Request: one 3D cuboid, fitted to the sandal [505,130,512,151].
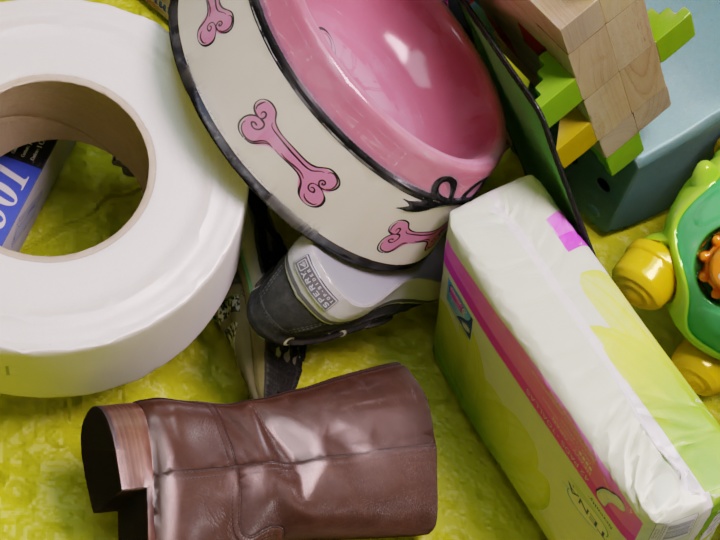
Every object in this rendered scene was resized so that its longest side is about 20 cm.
[{"bbox_3d":[0.002,-0.115,0.971,0.200,0.080,0.054,13,72,-15],"label":"sandal"}]

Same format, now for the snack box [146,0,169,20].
[{"bbox_3d":[-0.062,-0.222,1.064,0.072,0.024,0.200,42,54,11],"label":"snack box"}]

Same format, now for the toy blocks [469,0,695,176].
[{"bbox_3d":[0.100,-0.153,0.863,0.100,0.200,0.137,-39,63,0],"label":"toy blocks"}]

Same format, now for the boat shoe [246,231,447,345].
[{"bbox_3d":[0.000,0.000,0.872,0.069,0.057,0.200,59,24,8],"label":"boat shoe"}]

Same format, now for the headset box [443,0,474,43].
[{"bbox_3d":[0.003,-0.238,1.026,0.174,0.093,0.200,24,56,-13],"label":"headset box"}]

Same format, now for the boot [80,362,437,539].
[{"bbox_3d":[-0.031,0.143,0.797,0.200,0.064,0.187,-2,76,-34],"label":"boot"}]

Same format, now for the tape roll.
[{"bbox_3d":[-0.158,-0.038,0.804,0.202,0.071,0.203,3,67,-7],"label":"tape roll"}]

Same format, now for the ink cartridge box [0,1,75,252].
[{"bbox_3d":[-0.222,-0.068,0.895,0.094,0.044,0.200,20,53,-1],"label":"ink cartridge box"}]

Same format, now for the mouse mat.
[{"bbox_3d":[0.105,-0.049,0.875,0.008,0.200,0.161,-26,35,3],"label":"mouse mat"}]

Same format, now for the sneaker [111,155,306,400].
[{"bbox_3d":[-0.090,-0.004,0.891,0.089,0.077,0.200,-22,66,11],"label":"sneaker"}]

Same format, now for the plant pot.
[{"bbox_3d":[0.201,-0.128,1.011,0.141,0.141,0.200,43,66,15],"label":"plant pot"}]

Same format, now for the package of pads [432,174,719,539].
[{"bbox_3d":[0.112,0.072,0.829,0.068,0.155,0.200,-25,63,-14],"label":"package of pads"}]

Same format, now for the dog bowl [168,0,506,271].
[{"bbox_3d":[-0.003,-0.102,0.830,0.200,0.074,0.200,34,35,-29],"label":"dog bowl"}]

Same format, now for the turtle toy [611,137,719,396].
[{"bbox_3d":[0.251,0.011,0.925,0.146,0.101,0.200,-48,118,-20],"label":"turtle toy"}]
